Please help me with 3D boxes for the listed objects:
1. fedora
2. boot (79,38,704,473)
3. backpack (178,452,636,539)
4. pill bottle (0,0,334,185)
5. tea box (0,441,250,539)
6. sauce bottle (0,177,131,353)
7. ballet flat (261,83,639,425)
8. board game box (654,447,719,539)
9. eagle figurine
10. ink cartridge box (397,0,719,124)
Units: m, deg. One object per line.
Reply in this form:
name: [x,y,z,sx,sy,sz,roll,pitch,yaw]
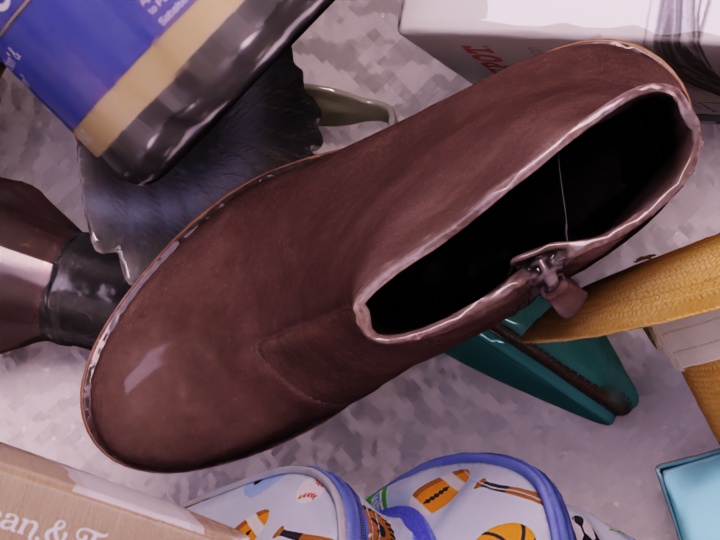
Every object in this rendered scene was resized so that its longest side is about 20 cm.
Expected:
fedora: [0.142,0.016,0.776,0.200,0.201,0.082,-21,89,12]
boot: [0.000,0.000,0.756,0.200,0.166,0.072,-32,93,6]
backpack: [0.008,0.138,0.793,0.190,0.154,0.200,-23,48,35]
pill bottle: [-0.093,-0.129,0.778,0.200,0.112,0.112,45,94,-4]
tea box: [-0.148,0.133,0.761,0.133,0.200,0.197,19,85,-23]
sauce bottle: [-0.149,-0.009,0.958,0.200,0.066,0.066,12,84,18]
ballet flat: [0.008,-0.019,0.915,0.200,0.067,0.070,23,78,17]
board game box: [0.191,0.133,0.843,0.151,0.047,0.200,-18,75,13]
eagle figurine: [-0.097,-0.096,0.895,0.151,0.152,0.200,-2,97,-25]
ink cartridge box: [0.125,-0.092,0.851,0.200,0.146,0.084,4,84,18]
